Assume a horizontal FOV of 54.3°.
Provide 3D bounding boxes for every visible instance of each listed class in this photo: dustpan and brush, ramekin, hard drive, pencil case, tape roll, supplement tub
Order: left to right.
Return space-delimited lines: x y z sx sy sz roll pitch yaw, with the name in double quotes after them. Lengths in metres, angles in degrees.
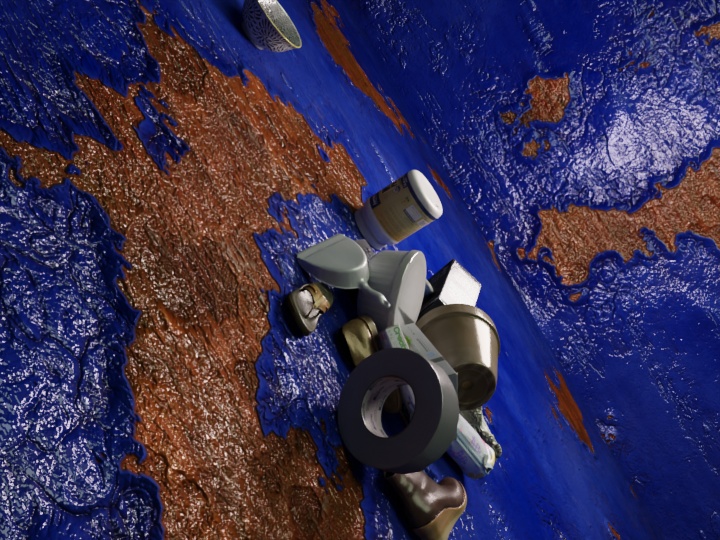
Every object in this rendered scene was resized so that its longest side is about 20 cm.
-0.015 0.009 1.403 0.200 0.057 0.139 30 41 32 "dustpan and brush"
0.000 0.000 1.610 0.135 0.042 0.200 58 20 1 "hard drive"
0.065 0.049 1.501 0.202 0.094 0.203 12 90 -70 "ramekin"
0.061 0.233 1.171 0.066 0.200 0.201 33 31 -51 "tape roll"
0.098 -0.156 1.845 0.144 0.200 0.145 49 21 -26 "supplement tub"
0.209 0.363 1.514 0.200 0.083 0.091 50 7 -21 "pencil case"

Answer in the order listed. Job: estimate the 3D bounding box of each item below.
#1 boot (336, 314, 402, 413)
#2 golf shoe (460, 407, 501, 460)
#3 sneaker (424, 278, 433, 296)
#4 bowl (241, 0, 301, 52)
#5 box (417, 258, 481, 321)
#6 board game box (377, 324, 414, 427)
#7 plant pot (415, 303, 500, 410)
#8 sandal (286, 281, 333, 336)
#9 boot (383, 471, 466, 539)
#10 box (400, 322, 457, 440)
0.014 0.191 1.360 0.075 0.074 0.200 -19 81 -40 "boot"
0.270 0.373 1.703 0.097 0.078 0.200 64 3 -74 "golf shoe"
0.091 0.054 1.702 0.081 0.115 0.199 58 -10 -5 "sneaker"
-0.258 -0.661 1.893 0.201 0.094 0.201 49 21 -27 "bowl"
0.197 0.089 1.716 0.104 0.148 0.200 42 35 -8 "box"
0.083 0.213 1.378 0.200 0.035 0.126 68 -17 9 "board game box"
0.210 0.195 1.472 0.200 0.200 0.174 50 12 -22 "plant pot"
-0.081 0.059 1.303 0.082 0.055 0.200 58 19 -1 "sandal"
0.119 0.385 1.275 0.167 0.072 0.200 59 23 -5 "boot"
0.131 0.219 1.392 0.200 0.041 0.156 -127 -150 -58 "box"
